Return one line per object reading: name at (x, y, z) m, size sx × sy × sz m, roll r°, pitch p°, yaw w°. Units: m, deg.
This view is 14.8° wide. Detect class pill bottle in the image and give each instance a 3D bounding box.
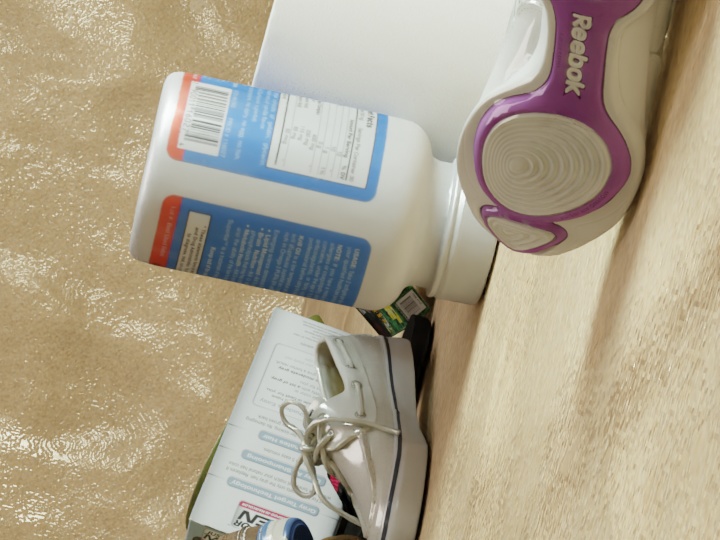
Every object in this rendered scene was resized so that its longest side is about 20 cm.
pill bottle at (-0.023, -0.039, 1.569) m, size 0.112 × 0.200 × 0.112 m, roll -167°, pitch 90°, yaw -86°

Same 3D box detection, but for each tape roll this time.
tape roll at (0.017, -0.143, 1.682) m, size 0.203 × 0.139 × 0.203 m, roll -163°, pitch 90°, yaw -89°

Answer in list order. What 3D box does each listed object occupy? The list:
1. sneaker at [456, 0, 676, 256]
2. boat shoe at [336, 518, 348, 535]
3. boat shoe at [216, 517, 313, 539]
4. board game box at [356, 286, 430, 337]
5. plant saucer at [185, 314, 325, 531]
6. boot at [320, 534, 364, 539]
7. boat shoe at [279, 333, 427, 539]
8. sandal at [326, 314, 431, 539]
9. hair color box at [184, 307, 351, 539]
sneaker at (0.096, -0.093, 1.091) m, size 0.100 × 0.075 × 0.200 m, roll -53°, pitch -18°, yaw -51°
boat shoe at (-0.048, 0.183, 2.018) m, size 0.068 × 0.072 × 0.200 m, roll 108°, pitch 155°, yaw -51°
boat shoe at (-0.056, 0.258, 1.728) m, size 0.072 × 0.072 × 0.200 m, roll 24°, pitch -122°, yaw -65°
board game box at (0.000, 0.000, 1.942) m, size 0.023 × 0.105 × 0.200 m, roll -37°, pitch 0°, yaw -6°
plant saucer at (-0.072, 0.128, 2.200) m, size 0.200 × 0.031 × 0.200 m, roll -57°, pitch -11°, yaw -17°
boot at (0.000, 0.202, 1.656) m, size 0.075 × 0.074 × 0.200 m, roll -45°, pitch 9°, yaw 18°
boat shoe at (-0.009, 0.102, 1.703) m, size 0.202 × 0.086 × 0.075 m, roll -94°, pitch 16°, yaw -53°
sandal at (0.004, 0.111, 1.863) m, size 0.075 × 0.045 × 0.200 m, roll -86°, pitch 8°, yaw -56°
hair color box at (-0.049, 0.131, 1.975) m, size 0.061 × 0.099 × 0.200 m, roll 107°, pitch -177°, yaw -51°
